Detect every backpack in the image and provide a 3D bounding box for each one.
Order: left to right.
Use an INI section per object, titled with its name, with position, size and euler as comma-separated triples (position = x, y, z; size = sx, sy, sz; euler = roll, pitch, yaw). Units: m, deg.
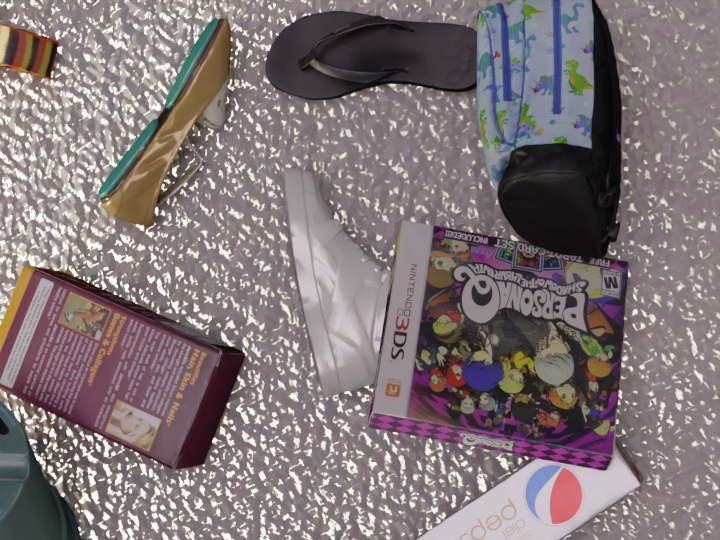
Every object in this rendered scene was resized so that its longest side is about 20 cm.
[backpack]
position = 0.155, -0.134, 1.386
size = 0.152, 0.163, 0.202
euler = 9, 71, 18

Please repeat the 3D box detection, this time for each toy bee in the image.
[toy bee]
position = -0.381, -0.209, 1.529
size = 0.198, 0.109, 0.132
euler = -8, 87, 11

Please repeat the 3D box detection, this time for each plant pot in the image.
[plant pot]
position = -0.339, 0.205, 1.411
size = 0.198, 0.197, 0.202
euler = 2, 58, -3

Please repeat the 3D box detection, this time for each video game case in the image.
[video game case]
position = 0.115, 0.059, 1.387
size = 0.198, 0.036, 0.183
euler = 11, 61, -1

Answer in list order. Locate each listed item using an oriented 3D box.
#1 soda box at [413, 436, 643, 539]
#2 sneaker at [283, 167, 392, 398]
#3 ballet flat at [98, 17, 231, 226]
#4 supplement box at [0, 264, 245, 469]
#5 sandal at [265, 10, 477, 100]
[soda box]
position = 0.137, 0.204, 1.420
size = 0.199, 0.064, 0.068
euler = -35, 81, 7
[sneaker]
position = 0.000, 0.000, 1.464
size = 0.114, 0.074, 0.202
euler = -13, 81, -3
[ballet flat]
position = -0.158, -0.128, 1.510
size = 0.063, 0.069, 0.201
euler = 33, 97, -16
[supplement box]
position = -0.216, 0.084, 1.488
size = 0.198, 0.086, 0.111
euler = 23, 91, 12
[sandal]
position = 0.011, -0.192, 1.478
size = 0.198, 0.043, 0.077
euler = -2, 86, 12
